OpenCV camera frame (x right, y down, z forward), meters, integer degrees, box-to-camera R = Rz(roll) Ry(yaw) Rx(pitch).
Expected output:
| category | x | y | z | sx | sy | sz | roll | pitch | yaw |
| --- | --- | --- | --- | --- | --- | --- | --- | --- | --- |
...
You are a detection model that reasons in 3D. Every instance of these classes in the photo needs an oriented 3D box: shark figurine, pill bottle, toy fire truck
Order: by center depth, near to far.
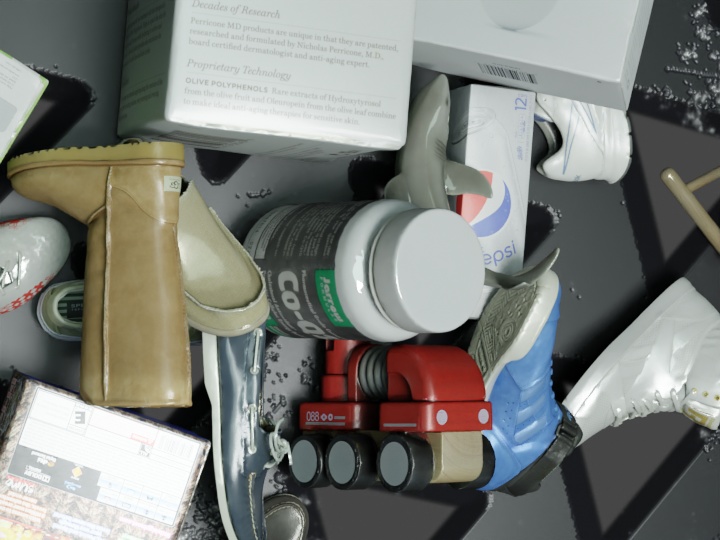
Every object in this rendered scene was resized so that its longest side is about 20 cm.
| category | x | y | z | sx | sy | sz | roll | pitch | yaw |
| --- | --- | --- | --- | --- | --- | --- | --- | --- | --- |
| pill bottle | 0.000 | 0.000 | 1.423 | 0.112 | 0.199 | 0.115 | 1 | 89 | -38 |
| shark figurine | 0.062 | -0.045 | 1.471 | 0.089 | 0.128 | 0.216 | 7 | 49 | -53 |
| toy fire truck | 0.036 | 0.080 | 1.475 | 0.128 | 0.175 | 0.203 | 3 | 85 | -40 |

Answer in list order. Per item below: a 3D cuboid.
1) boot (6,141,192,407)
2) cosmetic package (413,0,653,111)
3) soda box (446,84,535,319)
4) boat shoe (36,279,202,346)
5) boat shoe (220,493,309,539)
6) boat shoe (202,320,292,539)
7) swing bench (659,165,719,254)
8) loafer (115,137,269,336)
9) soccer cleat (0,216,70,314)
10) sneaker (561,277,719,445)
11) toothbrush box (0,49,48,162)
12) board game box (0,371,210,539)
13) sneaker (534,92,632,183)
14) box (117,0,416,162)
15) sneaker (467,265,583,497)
| category | x | y | z | sx | sy | sz | roll | pitch | yaw |
| --- | --- | --- | --- | --- | --- | --- | --- | --- | --- |
| boot | -0.207 | 0.006 | 1.375 | 0.066 | 0.174 | 0.203 | 5 | 84 | -55 |
| cosmetic package | 0.150 | -0.261 | 1.492 | 0.197 | 0.123 | 0.202 | 14 | 87 | 12 |
| soda box | 0.106 | -0.058 | 1.545 | 0.063 | 0.068 | 0.203 | 5 | 89 | -17 |
| boat shoe | -0.166 | 0.031 | 1.462 | 0.198 | 0.062 | 0.073 | -7 | 92 | -18 |
| boat shoe | -0.112 | 0.271 | 1.483 | 0.200 | 0.057 | 0.067 | -44 | 102 | -12 |
| boat shoe | -0.091 | 0.132 | 1.449 | 0.061 | 0.075 | 0.203 | -6 | 90 | 1 |
| swing bench | 0.390 | -0.024 | 1.565 | 0.129 | 0.199 | 0.202 | -26 | 98 | -15 |
| loafer | -0.148 | -0.029 | 1.422 | 0.075 | 0.069 | 0.200 | -37 | 71 | -28 |
| soccer cleat | -0.319 | 0.014 | 1.403 | 0.198 | 0.085 | 0.069 | -23 | 97 | -16 |
| sneaker | 0.264 | 0.110 | 1.573 | 0.200 | 0.074 | 0.115 | -44 | 74 | -13 |
| toothbrush box | -0.328 | -0.138 | 1.340 | 0.145 | 0.200 | 0.087 | 33 | 82 | -15 |
| board game box | -0.233 | 0.203 | 1.424 | 0.158 | 0.097 | 0.202 | 21 | 84 | -16 |
| sneaker | 0.188 | -0.174 | 1.570 | 0.086 | 0.074 | 0.202 | -8 | 92 | -12 |
| box | -0.078 | -0.185 | 1.418 | 0.198 | 0.199 | 0.174 | 5 | 89 | -19 |
| sneaker | 0.146 | 0.099 | 1.505 | 0.110 | 0.077 | 0.202 | 18 | 100 | -25 |
